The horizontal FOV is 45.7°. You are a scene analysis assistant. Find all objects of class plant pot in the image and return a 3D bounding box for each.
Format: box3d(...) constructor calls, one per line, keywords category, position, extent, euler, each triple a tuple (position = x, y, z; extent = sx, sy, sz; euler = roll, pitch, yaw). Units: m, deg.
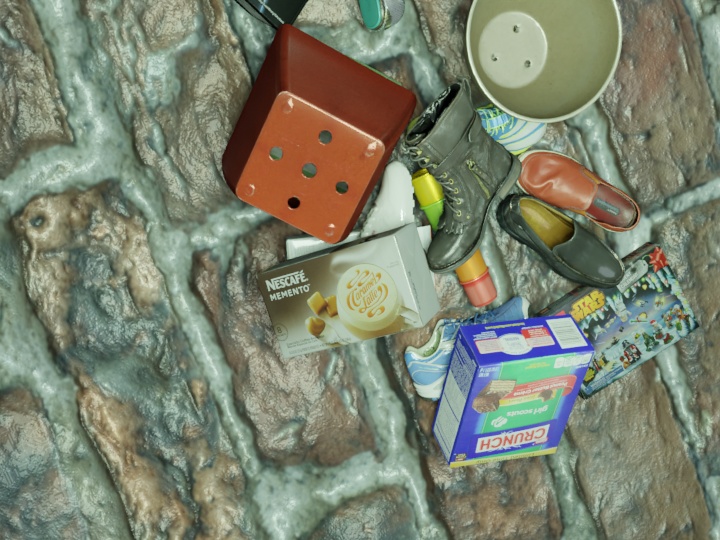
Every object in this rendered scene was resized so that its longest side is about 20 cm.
box3d(category="plant pot", position=(-0.055, -0.147, 1.025), extent=(0.197, 0.177, 0.203), euler=(25, 111, -10))

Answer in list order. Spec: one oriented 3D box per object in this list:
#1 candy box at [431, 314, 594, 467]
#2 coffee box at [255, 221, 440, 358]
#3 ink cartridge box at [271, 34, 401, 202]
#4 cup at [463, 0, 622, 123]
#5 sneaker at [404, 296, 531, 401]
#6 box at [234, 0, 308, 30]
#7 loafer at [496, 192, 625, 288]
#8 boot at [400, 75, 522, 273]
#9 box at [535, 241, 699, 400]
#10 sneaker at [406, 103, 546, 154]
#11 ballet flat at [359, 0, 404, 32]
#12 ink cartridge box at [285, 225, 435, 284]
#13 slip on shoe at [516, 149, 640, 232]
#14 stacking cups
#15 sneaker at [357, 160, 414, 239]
box3d(category="candy box", position=(0.197, 0.163, 1.134), extent=(0.165, 0.078, 0.203), euler=(-5, 132, -16))
box3d(category="coffee box", position=(-0.015, 0.026, 1.050), extent=(0.196, 0.080, 0.117), euler=(-14, 99, 26))
box3d(category="ink cartridge box", position=(-0.051, -0.184, 1.130), extent=(0.143, 0.048, 0.203), euler=(24, 113, -9))
box3d(category="cup", position=(0.215, -0.291, 1.099), extent=(0.195, 0.143, 0.206), euler=(-1, 98, -6))
box3d(category="sneaker", position=(0.149, 0.095, 1.175), extent=(0.198, 0.076, 0.078), euler=(-36, 105, -3))
box3d(category="box", position=(-0.123, -0.412, 1.012), extent=(0.165, 0.086, 0.199), euler=(-55, 144, 2))
box3d(category="loafer", position=(0.277, -0.038, 1.160), extent=(0.197, 0.072, 0.074), euler=(29, 84, -1))
box3d(category="boot", position=(0.103, -0.114, 1.048), extent=(0.173, 0.069, 0.202), euler=(34, 88, -43))
box3d(category="box", position=(0.366, 0.071, 1.218), extent=(0.198, 0.040, 0.139), euler=(-32, 99, -2))
box3d(category="sneaker", position=(0.162, -0.180, 1.126), extent=(0.195, 0.105, 0.078), euler=(-11, 99, -5))
box3d(category="ballet flat", position=(0.015, -0.414, 1.104), extent=(0.070, 0.072, 0.205), euler=(-16, 99, -5))
box3d(category="ink cartridge box", position=(0.000, 0.000, 1.158), extent=(0.195, 0.050, 0.112), euler=(-7, 98, -7))
box3d(category="slip on shoe", position=(0.301, -0.109, 1.176), extent=(0.197, 0.061, 0.075), euler=(26, 96, -8))
box3d(category="stacking cups", position=(0.127, -0.044, 1.163), extent=(0.060, 0.061, 0.203), euler=(-25, 101, -3))
box3d(category="sneaker", position=(0.028, -0.039, 1.097), extent=(0.078, 0.076, 0.205), euler=(4, 96, 1))
